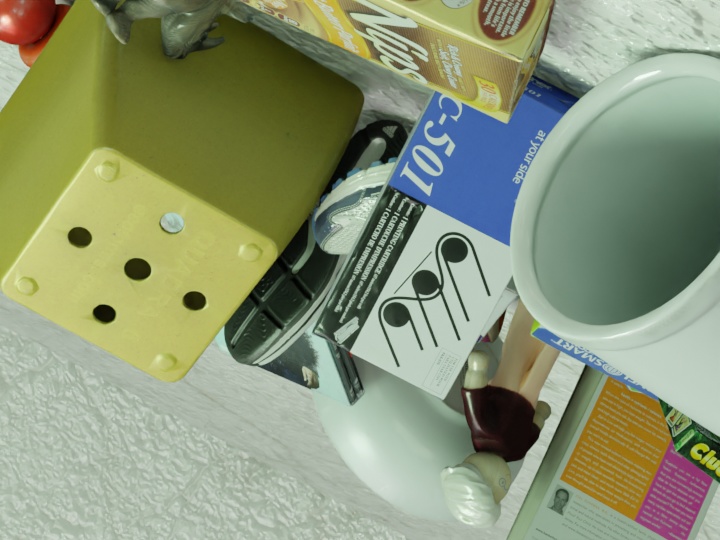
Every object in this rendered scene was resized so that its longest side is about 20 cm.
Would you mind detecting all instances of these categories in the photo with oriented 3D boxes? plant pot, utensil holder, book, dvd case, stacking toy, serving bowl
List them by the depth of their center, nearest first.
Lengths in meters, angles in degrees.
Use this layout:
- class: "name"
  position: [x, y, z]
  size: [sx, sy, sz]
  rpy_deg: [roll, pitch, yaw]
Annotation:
- class: "utensil holder"
  position: [0.206, 0.003, 1.384]
  size: [0.200, 0.170, 0.170]
  rpy_deg: [34, 166, -38]
- class: "plant pot"
  position: [-0.135, -0.050, 1.639]
  size: [0.200, 0.200, 0.177]
  rpy_deg: [30, -149, -16]
- class: "stacking toy"
  position: [-0.203, -0.146, 1.840]
  size: [0.085, 0.086, 0.200]
  rpy_deg: [12, 157, 49]
- class: "dvd case"
  position: [-0.078, 0.004, 1.856]
  size: [0.146, 0.022, 0.200]
  rpy_deg: [22, 143, 38]
- class: "book"
  position: [0.210, 0.156, 1.938]
  size: [0.133, 0.200, 0.048]
  rpy_deg: [30, 167, -15]
- class: "serving bowl"
  position: [0.058, 0.090, 1.952]
  size: [0.200, 0.200, 0.066]
  rpy_deg: [31, 135, -20]

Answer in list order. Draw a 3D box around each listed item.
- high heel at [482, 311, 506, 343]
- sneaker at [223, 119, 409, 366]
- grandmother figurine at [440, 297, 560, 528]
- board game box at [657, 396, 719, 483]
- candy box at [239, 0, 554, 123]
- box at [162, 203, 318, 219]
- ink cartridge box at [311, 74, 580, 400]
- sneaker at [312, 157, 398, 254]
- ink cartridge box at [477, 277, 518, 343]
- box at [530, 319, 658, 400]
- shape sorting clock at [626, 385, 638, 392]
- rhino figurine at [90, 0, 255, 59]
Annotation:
- class: "high heel"
  position: [0.057, 0.013, 1.906]
  size: [0.096, 0.068, 0.200]
  rpy_deg: [12, 178, 14]
- class: "sneaker"
  position: [0.000, 0.000, 1.758]
  size: [0.115, 0.201, 0.076]
  rpy_deg: [30, -167, -43]
- class: "grandmother figurine"
  position: [0.112, 0.096, 1.885]
  size: [0.060, 0.201, 0.121]
  rpy_deg: [5, 158, 46]
- class: "board game box"
  position: [0.217, 0.077, 1.540]
  size: [0.105, 0.023, 0.200]
  rpy_deg: [38, -160, -23]
- class: "candy box"
  position: [0.006, -0.159, 1.386]
  size: [0.200, 0.055, 0.115]
  rpy_deg: [26, 168, 5]
- class: "box"
  position: [-0.102, -0.076, 1.906]
  size: [0.200, 0.082, 0.068]
  rpy_deg: [11, 160, 46]
- class: "ink cartridge box"
  position: [0.055, -0.029, 1.518]
  size: [0.094, 0.200, 0.044]
  rpy_deg: [27, -157, -2]
- class: "sneaker"
  position: [0.058, -0.027, 1.582]
  size: [0.199, 0.085, 0.077]
  rpy_deg: [-12, 161, 28]
- class: "ink cartridge box"
  position: [0.100, -0.013, 1.709]
  size: [0.037, 0.095, 0.200]
  rpy_deg: [26, 168, 3]
- class: "box"
  position: [0.198, 0.028, 1.705]
  size: [0.122, 0.048, 0.200]
  rpy_deg: [28, 155, -5]
- class: "shape sorting clock"
  position: [0.234, 0.048, 1.819]
  size: [0.199, 0.039, 0.200]
  rpy_deg: [22, 157, 10]
- class: "rhino figurine"
  position: [-0.122, -0.179, 1.518]
  size: [0.060, 0.087, 0.200]
  rpy_deg: [54, -176, 30]
